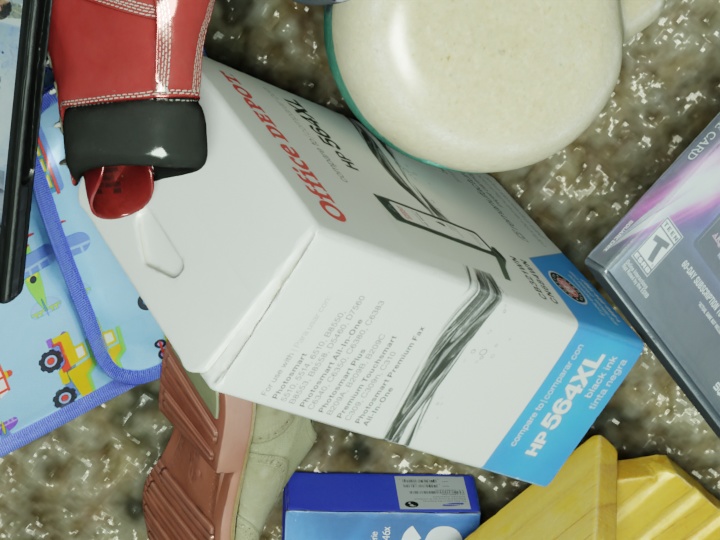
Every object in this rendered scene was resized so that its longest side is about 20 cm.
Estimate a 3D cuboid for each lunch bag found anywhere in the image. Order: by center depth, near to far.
[{"bbox_3d":[-0.130,-0.019,1.180,0.200,0.094,0.151,-23,113,-8],"label":"lunch bag"}]

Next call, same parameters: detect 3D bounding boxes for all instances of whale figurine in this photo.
[{"bbox_3d":[0.056,-0.142,1.134,0.159,0.104,0.200,16,87,-18],"label":"whale figurine"}]

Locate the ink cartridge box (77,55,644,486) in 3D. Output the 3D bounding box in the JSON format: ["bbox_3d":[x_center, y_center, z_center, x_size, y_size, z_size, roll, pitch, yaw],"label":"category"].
[{"bbox_3d":[0.000,0.000,1.107,0.200,0.146,0.084,20,112,-42],"label":"ink cartridge box"}]

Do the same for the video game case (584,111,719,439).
[{"bbox_3d":[0.199,-0.033,1.147,0.200,0.019,0.143,-47,130,-6],"label":"video game case"}]

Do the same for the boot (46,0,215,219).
[{"bbox_3d":[-0.124,-0.098,1.076,0.072,0.200,0.144,-1,99,-34],"label":"boot"}]

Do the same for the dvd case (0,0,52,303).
[{"bbox_3d":[-0.190,-0.096,1.042,0.143,0.018,0.200,18,117,17],"label":"dvd case"}]

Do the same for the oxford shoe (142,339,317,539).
[{"bbox_3d":[-0.053,0.096,1.214,0.074,0.071,0.200,-20,144,-29],"label":"oxford shoe"}]

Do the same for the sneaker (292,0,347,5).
[{"bbox_3d":[0.037,-0.187,1.039,0.200,0.088,0.074,-39,82,-12],"label":"sneaker"}]

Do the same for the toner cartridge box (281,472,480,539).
[{"bbox_3d":[0.006,0.198,1.280,0.095,0.043,0.200,1,111,-2],"label":"toner cartridge box"}]

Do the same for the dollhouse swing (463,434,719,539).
[{"bbox_3d":[0.133,0.223,1.197,0.182,0.176,0.200,-41,124,13],"label":"dollhouse swing"}]
